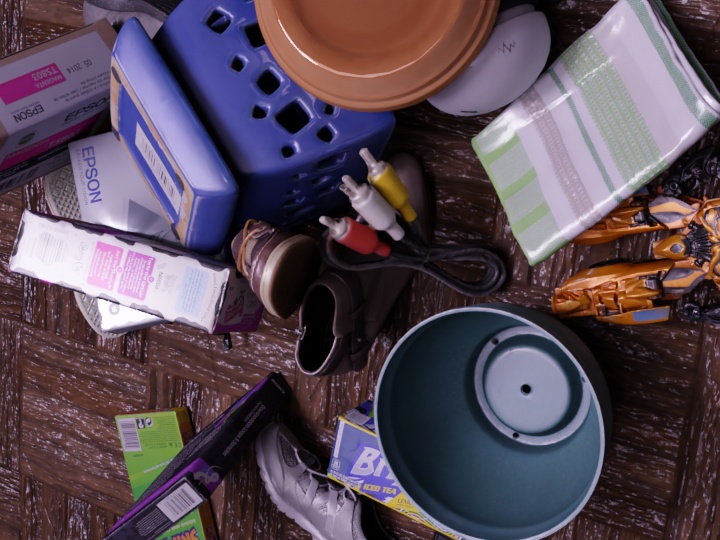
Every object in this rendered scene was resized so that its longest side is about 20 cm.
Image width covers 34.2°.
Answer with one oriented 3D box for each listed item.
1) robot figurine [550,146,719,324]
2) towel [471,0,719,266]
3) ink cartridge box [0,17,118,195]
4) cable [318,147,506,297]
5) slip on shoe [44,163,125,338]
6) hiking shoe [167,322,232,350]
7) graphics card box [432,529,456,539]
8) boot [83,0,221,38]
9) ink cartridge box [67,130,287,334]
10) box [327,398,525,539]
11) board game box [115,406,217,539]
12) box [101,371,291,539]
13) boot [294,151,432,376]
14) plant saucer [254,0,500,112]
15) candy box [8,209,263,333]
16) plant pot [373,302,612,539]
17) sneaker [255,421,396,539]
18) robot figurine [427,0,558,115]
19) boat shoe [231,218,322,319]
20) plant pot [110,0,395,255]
[{"bbox_3d":[0.248,-0.018,0.951,0.199,0.058,0.146,-9,97,34],"label":"robot figurine"},{"bbox_3d":[0.182,-0.117,0.945,0.200,0.031,0.150,-41,50,29],"label":"towel"},{"bbox_3d":[-0.331,-0.146,1.146,0.075,0.200,0.165,54,138,1],"label":"ink cartridge box"},{"bbox_3d":[0.045,-0.015,1.004,0.097,0.200,0.050,-57,26,-2],"label":"cable"},{"bbox_3d":[-0.296,-0.022,1.292,0.061,0.074,0.201,12,123,70],"label":"slip on shoe"},{"bbox_3d":[-0.204,0.004,1.227,0.200,0.076,0.101,32,112,21],"label":"hiking shoe"},{"bbox_3d":[0.150,0.327,1.100,0.199,0.051,0.126,22,113,25],"label":"graphics card box"},{"bbox_3d":[-0.214,-0.215,1.195,0.200,0.070,0.132,27,118,36],"label":"boot"},{"bbox_3d":[-0.177,-0.053,1.157,0.199,0.041,0.201,-13,84,10],"label":"ink cartridge box"},{"bbox_3d":[0.070,0.196,1.111,0.199,0.064,0.070,21,112,27],"label":"box"},{"bbox_3d":[-0.215,0.256,1.324,0.095,0.030,0.201,-8,94,34],"label":"board game box"},{"bbox_3d":[-0.159,0.193,1.172,0.036,0.200,0.143,47,123,-6],"label":"box"},{"bbox_3d":[0.000,0.000,1.056,0.070,0.146,0.201,16,110,24],"label":"boot"},{"bbox_3d":[0.008,-0.225,0.906,0.199,0.037,0.201,0,91,15],"label":"plant saucer"},{"bbox_3d":[-0.196,0.003,1.067,0.199,0.136,0.061,15,91,12],"label":"candy box"},{"bbox_3d":[0.129,0.116,1.010,0.199,0.134,0.201,6,104,26],"label":"plant pot"},{"bbox_3d":[-0.026,0.229,1.184,0.082,0.075,0.200,-38,90,22],"label":"sneaker"},{"bbox_3d":[0.075,-0.227,0.973,0.150,0.125,0.201,-33,83,36],"label":"robot figurine"},{"bbox_3d":[-0.078,-0.007,0.998,0.072,0.200,0.072,20,97,4],"label":"boat shoe"},{"bbox_3d":[-0.108,-0.135,1.026,0.201,0.179,0.200,58,160,8],"label":"plant pot"}]
